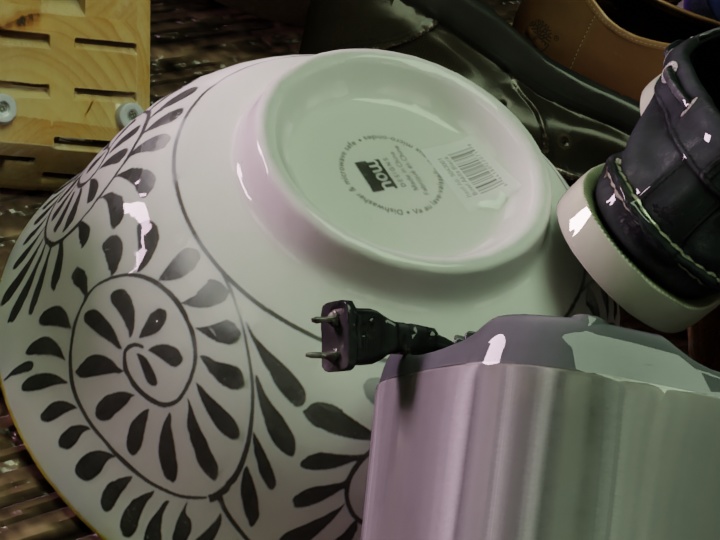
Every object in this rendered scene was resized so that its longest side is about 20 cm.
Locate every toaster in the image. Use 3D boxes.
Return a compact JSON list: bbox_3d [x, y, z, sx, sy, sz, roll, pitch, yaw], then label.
[{"bbox_3d":[0.074,0.088,0.641,0.199,0.114,0.130,14,77,-21],"label":"toaster"}]

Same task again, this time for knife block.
[{"bbox_3d":[-0.137,-0.119,0.898,0.064,0.175,0.202,3,83,-30],"label":"knife block"}]

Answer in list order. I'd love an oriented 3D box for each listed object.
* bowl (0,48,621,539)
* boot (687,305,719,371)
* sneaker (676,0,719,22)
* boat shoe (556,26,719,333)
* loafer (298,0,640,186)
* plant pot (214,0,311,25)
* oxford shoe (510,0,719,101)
[{"bbox_3d":[0.000,0.000,0.741,0.199,0.095,0.202,12,45,-12],"label":"bowl"},{"bbox_3d":[0.175,0.001,0.872,0.154,0.074,0.201,11,47,-24],"label":"boot"},{"bbox_3d":[0.230,-0.098,1.025,0.200,0.147,0.080,40,34,21],"label":"sneaker"},{"bbox_3d":[0.119,-0.043,0.772,0.075,0.066,0.199,48,27,8],"label":"boat shoe"},{"bbox_3d":[0.058,-0.035,0.904,0.199,0.072,0.073,33,-10,-5],"label":"loafer"},{"bbox_3d":[-0.015,-0.193,0.966,0.199,0.175,0.201,18,32,-12],"label":"plant pot"},{"bbox_3d":[0.141,-0.048,0.964,0.199,0.071,0.071,36,30,6],"label":"oxford shoe"}]
